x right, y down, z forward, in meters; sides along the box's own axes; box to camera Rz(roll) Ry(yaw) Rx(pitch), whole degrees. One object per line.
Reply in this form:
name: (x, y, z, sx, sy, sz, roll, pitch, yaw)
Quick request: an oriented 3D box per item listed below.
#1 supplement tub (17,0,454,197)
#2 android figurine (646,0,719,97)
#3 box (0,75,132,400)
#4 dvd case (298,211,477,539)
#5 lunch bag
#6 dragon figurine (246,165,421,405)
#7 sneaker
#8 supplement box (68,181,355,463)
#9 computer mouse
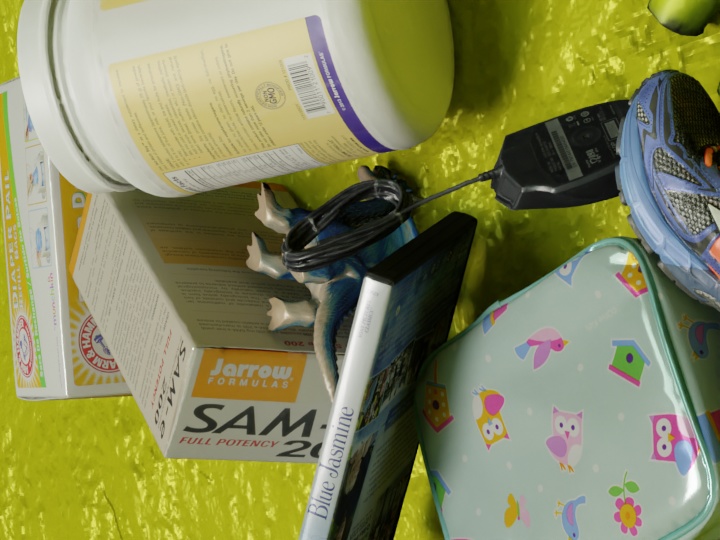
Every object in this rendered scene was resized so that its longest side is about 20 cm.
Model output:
supplement tub: (-0.065, -0.119, 1.202, 0.200, 0.145, 0.146, -11, 83, 22)
android figurine: (0.199, -0.169, 0.996, 0.182, 0.041, 0.200, 58, 136, 32)
box: (-0.154, -0.022, 1.400, 0.101, 0.112, 0.201, -7, 88, 64)
dvd case: (0.009, 0.077, 1.153, 0.018, 0.143, 0.200, 19, 109, 14)
lunch bag: (0.114, 0.085, 1.095, 0.200, 0.077, 0.161, -38, 64, 47)
dragon figurine: (0.000, 0.000, 1.197, 0.200, 0.099, 0.059, -118, 35, -57)
sneaker: (0.185, -0.009, 1.009, 0.078, 0.075, 0.200, -42, 69, 39)
supplement box: (-0.074, 0.024, 1.268, 0.200, 0.126, 0.074, 55, 134, 53)
computer mouse: (0.058, -0.033, 1.099, 0.059, 0.199, 0.034, -102, -7, -51)
